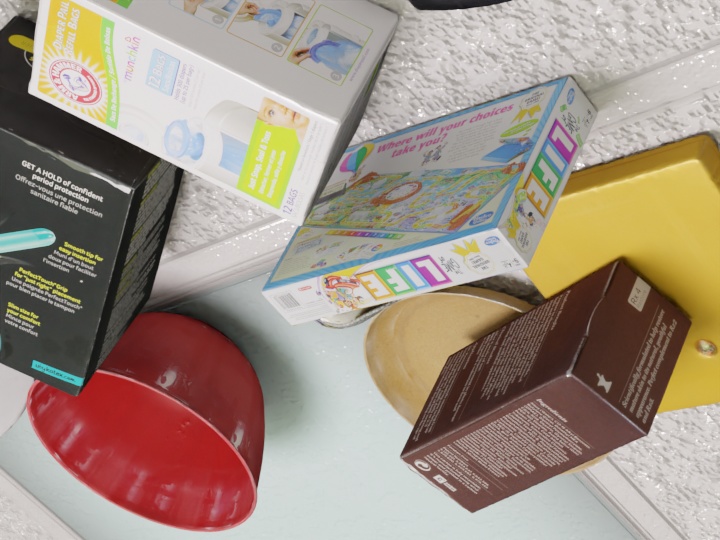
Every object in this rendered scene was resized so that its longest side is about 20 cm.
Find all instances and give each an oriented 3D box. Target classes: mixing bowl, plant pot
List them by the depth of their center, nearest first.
[{"bbox_3d":[0.099,0.077,1.356,0.200,0.028,0.200,17,142,14],"label":"plant pot"},{"bbox_3d":[-0.153,0.105,1.482,0.200,0.109,0.200,18,144,14],"label":"mixing bowl"}]

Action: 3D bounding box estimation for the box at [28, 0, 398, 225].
[{"bbox_3d":[-0.095,-0.135,1.160,0.200,0.101,0.113,26,143,2],"label":"box"}]

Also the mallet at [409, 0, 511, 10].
[{"bbox_3d":[0.023,-0.229,1.031,0.066,0.041,0.200,-9,126,35],"label":"mallet"}]

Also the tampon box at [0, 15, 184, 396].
[{"bbox_3d":[-0.217,-0.044,1.295,0.150,0.126,0.200,24,129,4],"label":"tampon box"}]

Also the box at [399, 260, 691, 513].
[{"bbox_3d":[0.121,0.081,1.239,0.075,0.100,0.200,37,145,-12],"label":"box"}]

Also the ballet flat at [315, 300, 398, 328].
[{"bbox_3d":[0.000,0.000,1.288,0.072,0.072,0.200,40,142,-17],"label":"ballet flat"}]

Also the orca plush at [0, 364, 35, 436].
[{"bbox_3d":[-0.297,0.034,1.478,0.105,0.071,0.200,-15,123,-14],"label":"orca plush"}]

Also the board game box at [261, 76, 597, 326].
[{"bbox_3d":[0.041,-0.041,1.159,0.200,0.135,0.034,-15,127,43],"label":"board game box"}]

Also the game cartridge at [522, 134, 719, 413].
[{"bbox_3d":[0.203,0.008,1.207,0.176,0.032,0.200,-15,124,43],"label":"game cartridge"}]
